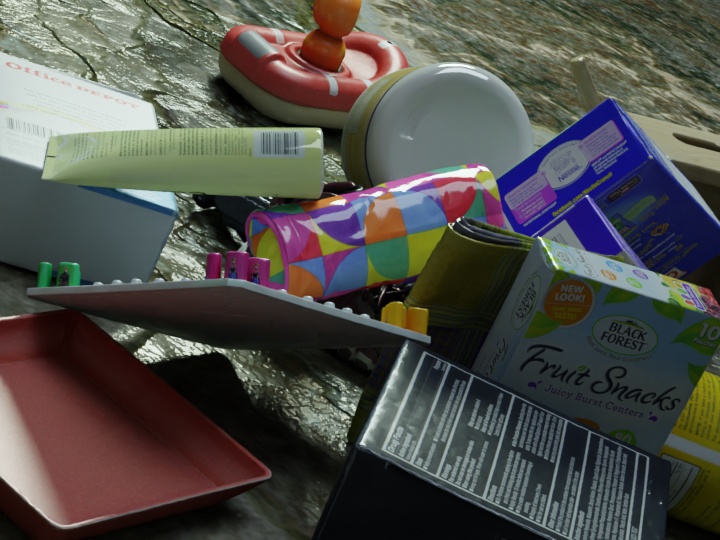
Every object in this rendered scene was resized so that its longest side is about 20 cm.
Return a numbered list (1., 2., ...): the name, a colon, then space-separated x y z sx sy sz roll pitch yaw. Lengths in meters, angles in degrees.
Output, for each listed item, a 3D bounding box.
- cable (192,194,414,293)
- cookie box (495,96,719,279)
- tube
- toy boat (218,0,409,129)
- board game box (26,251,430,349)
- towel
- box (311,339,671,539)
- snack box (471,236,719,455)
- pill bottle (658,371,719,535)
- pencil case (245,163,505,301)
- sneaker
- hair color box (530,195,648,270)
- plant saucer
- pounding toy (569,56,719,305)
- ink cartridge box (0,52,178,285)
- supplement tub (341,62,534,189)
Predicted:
1. cable: -0.037 -0.033 1.788 0.199 0.051 0.163 27 16 13
2. cookie box: 0.190 -0.032 1.756 0.200 0.171 0.075 36 22 -56
3. tube: -0.126 -0.078 1.527 0.198 0.052 0.058 1 -15 -5
4. toy boat: -0.034 -0.219 2.091 0.199 0.131 0.130 2 31 -44
5. board game box: -0.086 0.022 1.430 0.199 0.026 0.199 -2 -14 41
6. towel: 0.086 0.054 1.500 0.143 0.201 0.023 13 31 -26
7. box: 0.079 0.163 1.342 0.197 0.124 0.200 26 19 2
8. snack box: 0.146 0.089 1.480 0.141 0.201 0.053 16 25 -22
9. pill bottle: 0.245 0.130 1.610 0.199 0.113 0.113 21 22 -10
10. pencil case: 0.013 -0.023 1.577 0.199 0.089 0.088 -11 37 -26
11. sneaker: 0.000 0.000 1.644 0.199 0.116 0.076 30 22 14
12. hair color box: 0.178 0.033 1.651 0.200 0.109 0.065 44 13 -54
13. plant saucer: -0.187 0.099 1.326 0.199 0.037 0.199 37 24 28
14. pounding toy: 0.270 -0.071 2.003 0.199 0.185 0.142 11 25 -31
15. ink cartridge box: -0.227 -0.075 1.619 0.144 0.085 0.200 17 24 -19
16. supplement tub: 0.061 -0.105 1.854 0.144 0.146 0.200 20 0 -11
